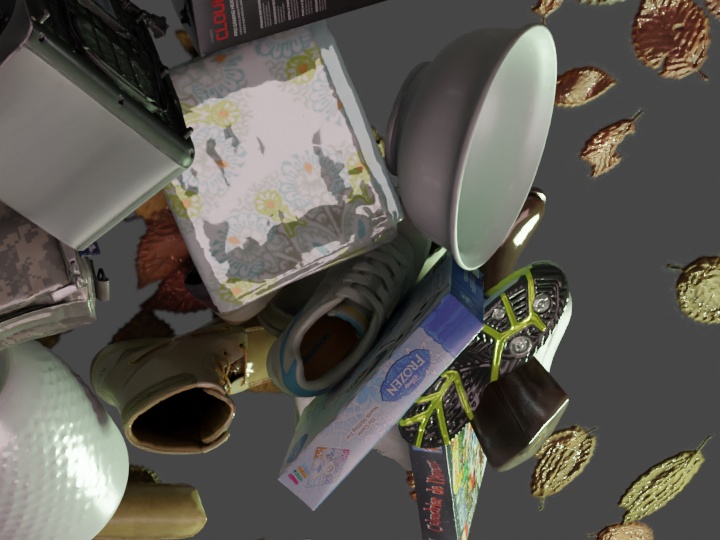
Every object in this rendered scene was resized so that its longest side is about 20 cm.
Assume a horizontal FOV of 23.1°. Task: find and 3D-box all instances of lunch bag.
[{"bbox_3d":[-0.294,-0.003,1.286,0.198,0.168,0.140,-20,138,-10],"label":"lunch bag"}]

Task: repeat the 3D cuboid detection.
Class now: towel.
[{"bbox_3d":[-0.072,-0.083,1.369,0.170,0.048,0.201,-24,113,-5],"label":"towel"}]

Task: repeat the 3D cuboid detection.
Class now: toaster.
[{"bbox_3d":[-0.211,-0.134,1.199,0.118,0.182,0.200,-38,136,15],"label":"toaster"}]

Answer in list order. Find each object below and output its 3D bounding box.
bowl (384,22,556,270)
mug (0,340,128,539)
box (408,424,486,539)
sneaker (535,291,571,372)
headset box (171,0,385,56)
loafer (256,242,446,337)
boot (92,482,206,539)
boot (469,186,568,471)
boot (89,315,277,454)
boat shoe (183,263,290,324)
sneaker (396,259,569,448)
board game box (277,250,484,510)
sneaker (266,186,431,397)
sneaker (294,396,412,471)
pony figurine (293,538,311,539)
[{"bbox_3d":[0.079,-0.110,1.411,0.201,0.090,0.202,-51,152,-41],"label":"bowl"},{"bbox_3d":[-0.300,0.117,1.394,0.148,0.199,0.176,-54,149,-21],"label":"mug"},{"bbox_3d":[0.086,0.166,1.679,0.037,0.137,0.201,6,139,14],"label":"box"},{"bbox_3d":[0.135,0.096,1.681,0.084,0.073,0.202,-10,124,-33],"label":"sneaker"},{"bbox_3d":[-0.060,-0.250,1.241,0.198,0.077,0.150,-19,137,-13],"label":"headset box"},{"bbox_3d":[0.000,0.000,1.522,0.198,0.076,0.069,-21,137,-23],"label":"loafer"},{"bbox_3d":[-0.228,0.214,1.559,0.198,0.175,0.067,5,91,-29],"label":"boot"},{"bbox_3d":[0.141,0.053,1.547,0.064,0.201,0.187,14,124,-40],"label":"boot"},{"bbox_3d":[-0.117,0.092,1.478,0.198,0.155,0.074,-9,107,-17],"label":"boot"},{"bbox_3d":[-0.066,-0.035,1.451,0.200,0.072,0.065,-41,140,21],"label":"boat shoe"},{"bbox_3d":[0.095,0.059,1.504,0.075,0.077,0.200,35,109,-29],"label":"sneaker"},{"bbox_3d":[0.021,0.082,1.427,0.043,0.200,0.199,42,101,-5],"label":"board game box"},{"bbox_3d":[0.002,0.020,1.443,0.076,0.081,0.201,34,81,-12],"label":"sneaker"},{"bbox_3d":[-0.004,0.139,1.663,0.114,0.074,0.201,-17,141,7],"label":"sneaker"},{"bbox_3d":[-0.052,0.388,1.828,0.193,0.167,0.199,-40,153,23],"label":"pony figurine"}]
